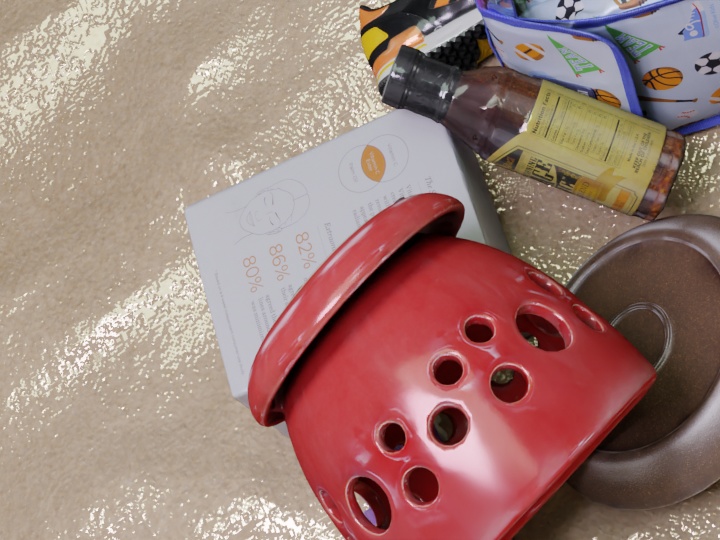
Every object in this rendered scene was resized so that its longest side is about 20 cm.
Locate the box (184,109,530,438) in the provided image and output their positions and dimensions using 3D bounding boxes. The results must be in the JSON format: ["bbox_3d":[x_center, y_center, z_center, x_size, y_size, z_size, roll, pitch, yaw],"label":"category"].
[{"bbox_3d":[0.000,0.000,1.172,0.198,0.106,0.154,-23,63,11],"label":"box"}]

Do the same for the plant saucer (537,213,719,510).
[{"bbox_3d":[0.182,0.052,1.082,0.199,0.032,0.202,-26,51,36],"label":"plant saucer"}]

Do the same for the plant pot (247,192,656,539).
[{"bbox_3d":[0.043,0.073,0.990,0.182,0.200,0.201,42,87,11],"label":"plant pot"}]

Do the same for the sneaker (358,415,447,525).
[{"bbox_3d":[0.040,0.161,1.104,0.080,0.089,0.201,-31,63,5],"label":"sneaker"}]

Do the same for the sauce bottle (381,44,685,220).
[{"bbox_3d":[0.112,-0.094,1.110,0.198,0.066,0.067,21,76,3],"label":"sauce bottle"}]

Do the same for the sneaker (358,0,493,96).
[{"bbox_3d":[0.087,-0.207,1.243,0.199,0.070,0.091,-28,65,10],"label":"sneaker"}]

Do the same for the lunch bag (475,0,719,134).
[{"bbox_3d":[0.189,-0.164,1.133,0.198,0.170,0.125,-15,59,13],"label":"lunch bag"}]
